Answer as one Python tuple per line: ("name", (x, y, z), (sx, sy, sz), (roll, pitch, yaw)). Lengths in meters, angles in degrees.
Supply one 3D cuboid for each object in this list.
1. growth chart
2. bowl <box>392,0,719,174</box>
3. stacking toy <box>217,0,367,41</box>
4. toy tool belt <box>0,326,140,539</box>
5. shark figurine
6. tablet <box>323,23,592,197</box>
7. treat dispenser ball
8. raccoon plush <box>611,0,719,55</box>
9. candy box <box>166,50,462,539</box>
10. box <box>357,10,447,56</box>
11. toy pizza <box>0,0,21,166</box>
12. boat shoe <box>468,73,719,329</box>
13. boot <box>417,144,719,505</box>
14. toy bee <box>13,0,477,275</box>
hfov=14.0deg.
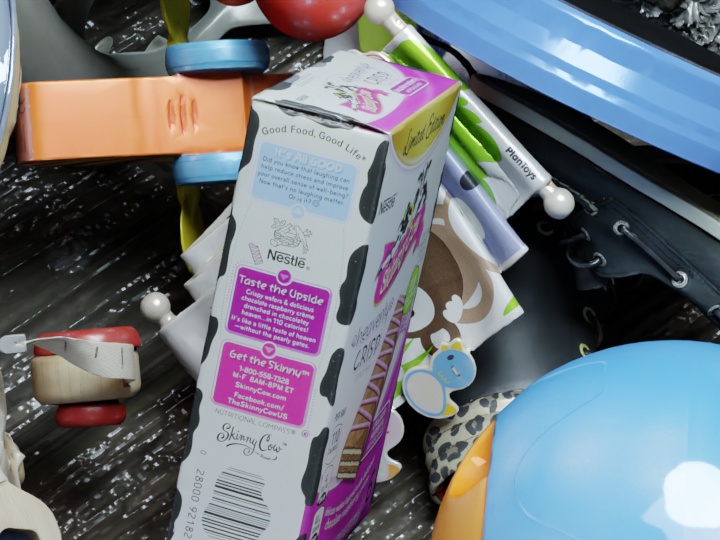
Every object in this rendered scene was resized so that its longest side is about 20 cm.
("growth chart", (0.000, 0.000, 1.279), (0.145, 0.200, 0.018), (42, 18, 4))
("bowl", (0.107, -0.096, 1.307), (0.200, 0.040, 0.201), (25, 9, -4))
("stacking toy", (-0.081, -0.159, 1.295), (0.199, 0.086, 0.085), (25, 52, 23))
("toy tool belt", (-0.186, 0.093, 1.240), (0.198, 0.125, 0.124), (-5, 88, -8))
("shark figurine", (-0.104, -0.091, 1.407), (0.089, 0.129, 0.214), (34, 28, 30))
("tablet", (0.045, -0.088, 1.416), (0.129, 0.014, 0.200), (-5, 32, 4))
("treat dispenser ball", (0.125, 0.129, 1.184), (0.199, 0.202, 0.202), (4, 51, -5))
("raccoon plush", (0.172, -0.128, 1.498), (0.096, 0.135, 0.200), (-26, 25, -9))
("candy box", (-0.018, 0.020, 1.207), (0.061, 0.201, 0.136), (14, 16, 11))
("box", (0.042, -0.194, 1.443), (0.047, 0.123, 0.200), (10, 42, 19))
("toy pizza", (-0.206, -0.069, 1.320), (0.032, 0.200, 0.201), (16, 42, -39))
("boat shoe", (0.122, -0.015, 1.298), (0.199, 0.066, 0.075), (29, 13, -11))
("boot", (0.106, 0.027, 1.349), (0.202, 0.074, 0.155), (-8, 55, -8))
("toy bee", (-0.060, -0.062, 1.341), (0.199, 0.109, 0.132), (17, 86, -7))
